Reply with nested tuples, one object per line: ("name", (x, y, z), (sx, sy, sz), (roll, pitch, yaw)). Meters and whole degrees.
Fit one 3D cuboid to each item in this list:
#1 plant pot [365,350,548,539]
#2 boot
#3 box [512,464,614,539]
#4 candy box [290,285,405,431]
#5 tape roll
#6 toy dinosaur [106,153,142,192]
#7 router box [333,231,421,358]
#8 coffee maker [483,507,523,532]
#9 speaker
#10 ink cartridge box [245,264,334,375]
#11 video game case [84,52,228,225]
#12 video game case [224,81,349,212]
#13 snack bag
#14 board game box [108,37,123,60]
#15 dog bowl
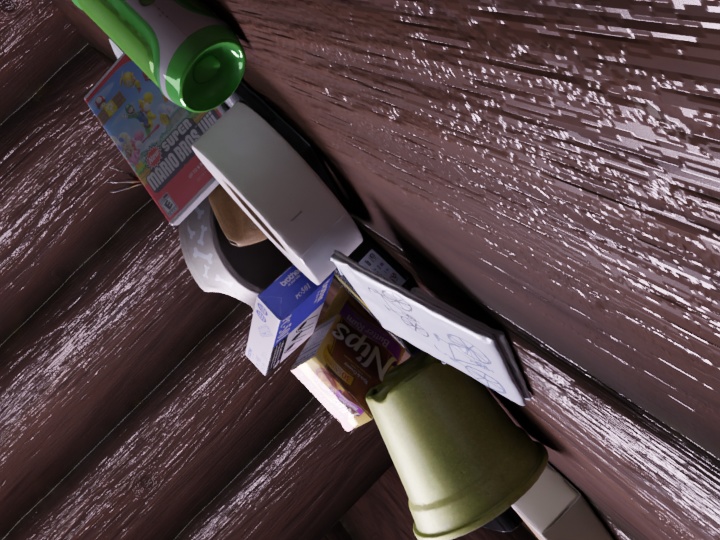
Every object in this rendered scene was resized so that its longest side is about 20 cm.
("plant pot", (0.106, 0.200, 1.223), (0.186, 0.198, 0.200), (58, 174, -4))
("boot", (-0.162, -0.126, 1.185), (0.074, 0.074, 0.203), (66, -179, -78))
("box", (0.289, 0.360, 1.370), (0.201, 0.078, 0.095), (51, 174, -38))
("candy box", (-0.004, 0.103, 1.318), (0.056, 0.201, 0.117), (-31, 108, 39))
("tape roll", (-0.088, -0.080, 1.040), (0.203, 0.071, 0.203), (47, 174, 6))
("toy dinosaur", (-0.246, -0.156, 1.284), (0.106, 0.196, 0.184), (54, 153, 41))
("router box", (0.000, 0.000, 1.192), (0.200, 0.052, 0.158), (44, 174, 30))
("coffee maker", (0.184, 0.302, 1.482), (0.201, 0.135, 0.192), (49, 173, -32))
("speaker", (-0.189, -0.229, 0.877), (0.200, 0.088, 0.089), (45, 174, 25))
("ink cartridge box", (-0.092, 0.057, 1.225), (0.044, 0.094, 0.201), (44, 155, 11))
("video game case", (-0.232, -0.178, 1.173), (0.201, 0.143, 0.017), (53, -161, 11))
("video game case", (-0.098, -0.151, 1.070), (0.200, 0.019, 0.143), (44, 174, 28))
("snack bag", (0.074, 0.058, 0.984), (0.198, 0.022, 0.189), (28, 167, 29))
("board game box", (-0.255, -0.228, 1.338), (0.148, 0.064, 0.201), (47, 165, 20))
("dog bowl", (-0.137, -0.048, 1.269), (0.058, 0.201, 0.201), (-18, 121, 46))
